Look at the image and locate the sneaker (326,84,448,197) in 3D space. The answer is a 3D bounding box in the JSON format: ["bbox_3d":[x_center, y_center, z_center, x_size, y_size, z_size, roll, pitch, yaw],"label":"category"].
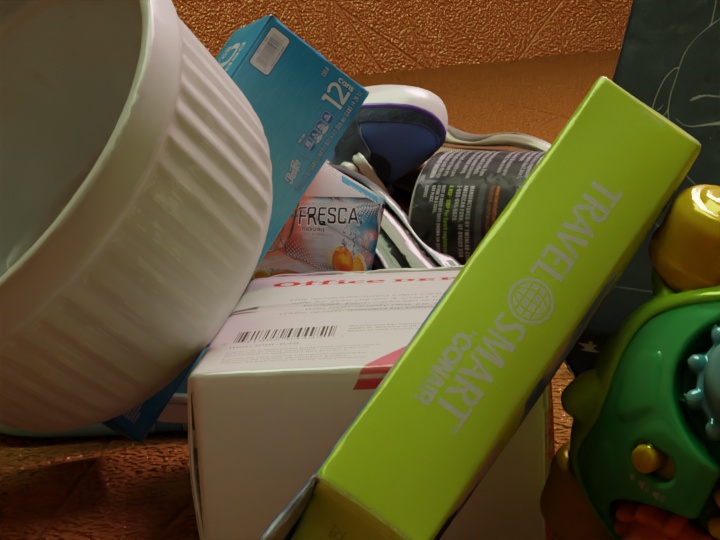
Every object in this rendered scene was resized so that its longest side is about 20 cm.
[{"bbox_3d":[-0.031,-0.024,1.175,0.198,0.147,0.081,-17,-38,12],"label":"sneaker"}]

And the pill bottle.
[{"bbox_3d":[0.137,-0.021,1.156,0.198,0.107,0.106,2,11,26],"label":"pill bottle"}]

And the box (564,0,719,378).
[{"bbox_3d":[0.205,-0.029,0.789,0.198,0.198,0.124,9,-22,23],"label":"box"}]

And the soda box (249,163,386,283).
[{"bbox_3d":[-0.078,-0.007,1.053,0.068,0.064,0.199,30,-29,-35],"label":"soda box"}]

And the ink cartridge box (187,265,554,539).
[{"bbox_3d":[0.010,0.057,0.819,0.144,0.086,0.200,-2,12,4],"label":"ink cartridge box"}]

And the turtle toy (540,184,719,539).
[{"bbox_3d":[0.161,0.064,0.635,0.198,0.147,0.101,11,30,-15],"label":"turtle toy"}]

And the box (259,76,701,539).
[{"bbox_3d":[0.033,0.040,0.633,0.047,0.200,0.122,35,-24,6],"label":"box"}]

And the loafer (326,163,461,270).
[{"bbox_3d":[0.000,0.000,1.052,0.063,0.072,0.200,-18,41,-35],"label":"loafer"}]

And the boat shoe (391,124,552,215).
[{"bbox_3d":[0.076,-0.053,1.282,0.199,0.076,0.072,16,53,36],"label":"boat shoe"}]

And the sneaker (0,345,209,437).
[{"bbox_3d":[-0.100,0.013,0.959,0.198,0.132,0.080,-4,9,-11],"label":"sneaker"}]

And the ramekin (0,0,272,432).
[{"bbox_3d":[-0.129,-0.027,0.793,0.199,0.201,0.105,8,-24,48],"label":"ramekin"}]

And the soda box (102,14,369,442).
[{"bbox_3d":[-0.082,-0.021,0.893,0.064,0.201,0.068,36,-11,-16],"label":"soda box"}]
